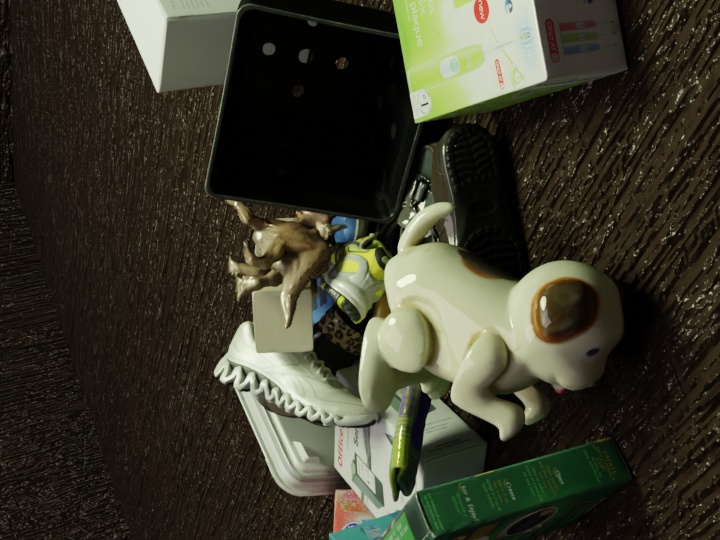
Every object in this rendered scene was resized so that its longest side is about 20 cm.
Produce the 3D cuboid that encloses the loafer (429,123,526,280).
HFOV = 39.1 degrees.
[{"bbox_3d":[0.108,-0.038,0.963,0.071,0.073,0.201,-164,67,-74],"label":"loafer"}]

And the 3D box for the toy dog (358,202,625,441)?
[{"bbox_3d":[0.122,0.043,0.847,0.199,0.139,0.195,0,83,34],"label":"toy dog"}]

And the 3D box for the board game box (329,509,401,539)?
[{"bbox_3d":[0.069,0.311,1.027,0.047,0.199,0.152,31,128,56],"label":"board game box"}]

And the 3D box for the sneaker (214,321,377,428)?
[{"bbox_3d":[-0.067,0.117,1.123,0.199,0.075,0.081,21,88,22],"label":"sneaker"}]

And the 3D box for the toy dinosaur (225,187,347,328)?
[{"bbox_3d":[-0.064,-0.024,1.047,0.200,0.135,0.086,-118,30,-54],"label":"toy dinosaur"}]

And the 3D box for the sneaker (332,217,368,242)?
[{"bbox_3d":[-0.066,-0.111,1.199,0.077,0.111,0.201,-37,63,53],"label":"sneaker"}]

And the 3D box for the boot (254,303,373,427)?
[{"bbox_3d":[-0.028,0.115,1.246,0.151,0.200,0.073,-45,56,17],"label":"boot"}]

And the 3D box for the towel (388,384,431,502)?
[{"bbox_3d":[0.061,0.116,0.996,0.144,0.023,0.201,82,-158,-63],"label":"towel"}]

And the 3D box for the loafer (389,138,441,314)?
[{"bbox_3d":[0.066,-0.034,1.042,0.072,0.063,0.201,39,135,52],"label":"loafer"}]

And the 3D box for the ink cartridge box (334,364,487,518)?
[{"bbox_3d":[0.049,0.211,1.155,0.200,0.084,0.147,39,134,52],"label":"ink cartridge box"}]

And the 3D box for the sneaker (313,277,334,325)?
[{"bbox_3d":[-0.037,0.034,1.298,0.078,0.066,0.200,38,136,1],"label":"sneaker"}]

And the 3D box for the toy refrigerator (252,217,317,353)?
[{"bbox_3d":[-0.084,0.012,1.154,0.200,0.070,0.076,-98,6,-65],"label":"toy refrigerator"}]

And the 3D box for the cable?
[{"bbox_3d":[0.032,-0.024,1.166,0.097,0.050,0.201,-110,34,-55],"label":"cable"}]

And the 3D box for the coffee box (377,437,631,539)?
[{"bbox_3d":[0.122,0.207,0.878,0.123,0.199,0.044,115,139,-53],"label":"coffee box"}]

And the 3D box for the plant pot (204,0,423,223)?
[{"bbox_3d":[-0.049,-0.191,1.048,0.178,0.199,0.201,-104,26,-55],"label":"plant pot"}]

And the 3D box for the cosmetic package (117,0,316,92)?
[{"bbox_3d":[-0.184,-0.341,1.259,0.200,0.199,0.123,63,150,29],"label":"cosmetic package"}]

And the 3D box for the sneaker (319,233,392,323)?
[{"bbox_3d":[0.000,0.000,1.090,0.075,0.076,0.200,46,-177,-15],"label":"sneaker"}]

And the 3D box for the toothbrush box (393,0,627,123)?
[{"bbox_3d":[0.114,-0.214,0.843,0.200,0.086,0.146,-3,98,62],"label":"toothbrush box"}]

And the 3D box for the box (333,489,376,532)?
[{"bbox_3d":[0.017,0.343,1.168,0.200,0.102,0.095,-87,-5,-70],"label":"box"}]

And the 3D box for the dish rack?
[{"bbox_3d":[-0.065,0.193,1.311,0.044,0.171,0.200,-50,53,28],"label":"dish rack"}]
